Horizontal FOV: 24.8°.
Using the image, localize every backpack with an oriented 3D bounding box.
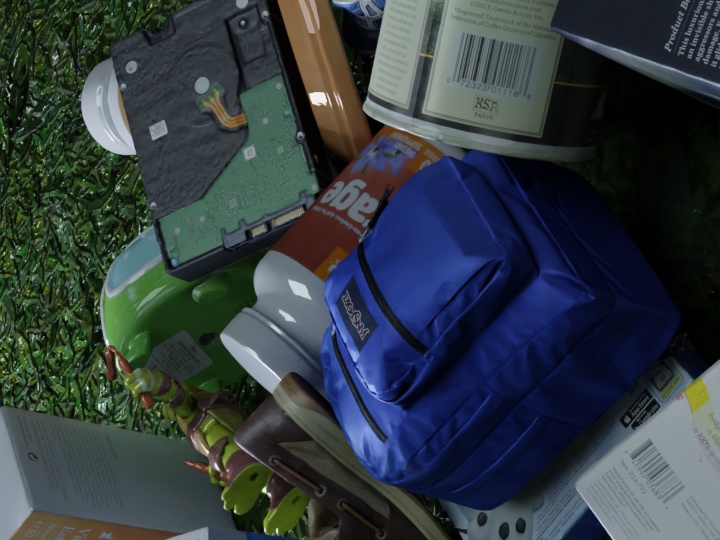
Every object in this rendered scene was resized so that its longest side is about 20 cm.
[{"bbox_3d":[0.060,0.036,1.004,0.200,0.168,0.163,-52,38,26],"label":"backpack"}]

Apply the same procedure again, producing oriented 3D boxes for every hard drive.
[{"bbox_3d":[-0.103,-0.108,1.230,0.140,0.038,0.200,-25,68,19],"label":"hard drive"}]

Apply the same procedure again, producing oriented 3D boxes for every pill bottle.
[{"bbox_3d":[0.000,0.000,1.132,0.200,0.112,0.112,-48,39,-13],"label":"pill bottle"},{"bbox_3d":[-0.149,-0.150,1.402,0.200,0.114,0.115,-1,77,49],"label":"pill bottle"}]

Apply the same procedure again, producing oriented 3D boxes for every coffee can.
[{"bbox_3d":[0.090,-0.178,0.972,0.146,0.146,0.200,28,111,49],"label":"coffee can"}]

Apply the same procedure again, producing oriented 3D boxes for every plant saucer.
[{"bbox_3d":[-0.030,-0.167,1.224,0.037,0.200,0.200,-18,58,1],"label":"plant saucer"}]

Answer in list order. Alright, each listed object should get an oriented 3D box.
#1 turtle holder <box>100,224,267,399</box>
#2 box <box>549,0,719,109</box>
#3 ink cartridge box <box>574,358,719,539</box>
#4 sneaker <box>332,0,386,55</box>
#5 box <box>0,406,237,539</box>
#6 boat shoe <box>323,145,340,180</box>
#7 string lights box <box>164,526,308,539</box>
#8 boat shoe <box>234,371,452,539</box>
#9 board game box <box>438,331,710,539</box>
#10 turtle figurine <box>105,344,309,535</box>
[{"bbox_3d":[-0.127,0.011,1.308,0.186,0.141,0.132,-55,41,24],"label":"turtle holder"},{"bbox_3d":[0.248,-0.133,0.882,0.198,0.200,0.123,32,103,49],"label":"box"},{"bbox_3d":[0.230,0.102,0.904,0.200,0.067,0.116,-45,71,29],"label":"ink cartridge box"},{"bbox_3d":[0.008,-0.207,1.141,0.200,0.077,0.076,123,133,-69],"label":"sneaker"},{"bbox_3d":[-0.226,0.211,1.312,0.152,0.200,0.106,-51,44,25],"label":"box"},{"bbox_3d":[-0.057,-0.074,1.268,0.069,0.074,0.200,-28,72,-4],"label":"boat shoe"},{"bbox_3d":[-0.039,0.235,1.092,0.059,0.200,0.103,-23,61,43],"label":"string lights box"},{"bbox_3d":[-0.006,0.155,1.085,0.072,0.200,0.072,-43,29,-2],"label":"boat shoe"},{"bbox_3d":[0.117,0.081,1.083,0.200,0.043,0.199,-54,46,22],"label":"board game box"},{"bbox_3d":[-0.103,0.130,1.231,0.064,0.200,0.161,-42,46,-10],"label":"turtle figurine"}]
